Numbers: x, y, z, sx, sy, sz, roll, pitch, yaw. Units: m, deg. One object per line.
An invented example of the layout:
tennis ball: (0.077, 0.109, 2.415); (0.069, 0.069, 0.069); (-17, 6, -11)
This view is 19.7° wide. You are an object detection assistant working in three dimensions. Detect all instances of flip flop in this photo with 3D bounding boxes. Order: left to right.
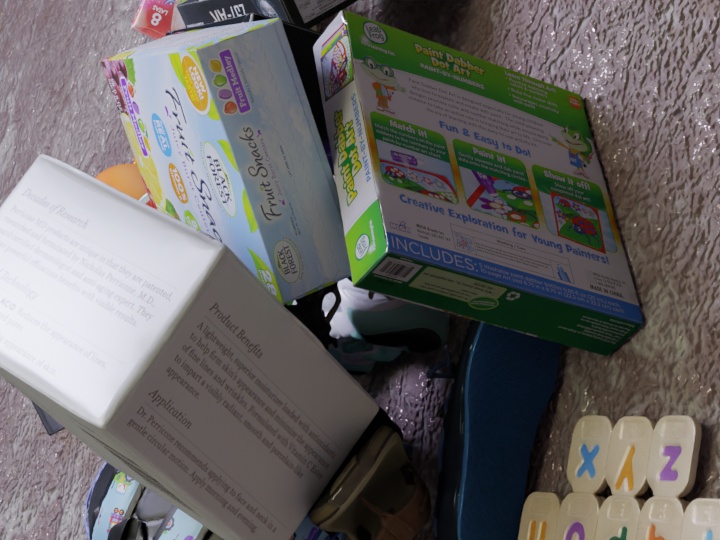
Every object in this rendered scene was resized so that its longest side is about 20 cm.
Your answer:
flip flop: (0.018, 0.162, 1.373); (0.057, 0.200, 0.081); (36, 77, 22)

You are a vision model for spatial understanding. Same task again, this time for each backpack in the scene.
backpack: (-0.086, 0.149, 1.452); (0.182, 0.135, 0.201); (27, 80, 41)

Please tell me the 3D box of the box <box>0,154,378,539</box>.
box: (-0.130, 0.056, 1.313); (0.199, 0.199, 0.131); (26, 75, 42)

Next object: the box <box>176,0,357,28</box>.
box: (-0.022, -0.234, 1.590); (0.160, 0.199, 0.044); (-1, 118, 58)

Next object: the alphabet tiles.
alphabet tiles: (0.155, 0.185, 1.255); (0.199, 0.015, 0.197); (-7, 70, 58)

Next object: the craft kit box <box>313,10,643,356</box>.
craft kit box: (0.073, -0.056, 1.322); (0.049, 0.199, 0.199); (-44, 41, 41)

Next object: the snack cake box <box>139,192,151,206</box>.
snack cake box: (-0.175, 0.016, 1.736); (0.200, 0.067, 0.115); (-41, 84, 23)

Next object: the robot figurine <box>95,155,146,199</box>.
robot figurine: (-0.211, -0.009, 1.863); (0.201, 0.116, 0.144); (-63, 24, 20)

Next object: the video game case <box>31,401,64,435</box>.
video game case: (-0.225, 0.041, 1.807); (0.199, 0.019, 0.144); (-27, 91, 23)

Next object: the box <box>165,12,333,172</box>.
box: (-0.033, -0.122, 1.530); (0.141, 0.199, 0.080); (5, 82, 60)

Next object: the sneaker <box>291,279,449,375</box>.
sneaker: (0.000, 0.000, 1.552); (0.199, 0.077, 0.141); (-14, 62, 46)

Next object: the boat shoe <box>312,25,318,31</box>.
boat shoe: (-0.089, -0.125, 1.760); (0.073, 0.064, 0.202); (12, 86, 62)

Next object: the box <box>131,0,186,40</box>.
box: (-0.126, -0.225, 1.756); (0.200, 0.094, 0.103); (-106, 42, -85)

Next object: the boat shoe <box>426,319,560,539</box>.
boat shoe: (0.075, 0.095, 1.368); (0.069, 0.084, 0.202); (7, 80, 63)

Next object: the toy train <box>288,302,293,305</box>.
toy train: (-0.071, 0.037, 1.632); (0.042, 0.056, 0.201); (-9, 57, 66)

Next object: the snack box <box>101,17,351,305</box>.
snack box: (-0.088, -0.072, 1.357); (0.200, 0.067, 0.170); (5, 116, 65)

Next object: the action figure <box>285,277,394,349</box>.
action figure: (0.025, -0.023, 1.412); (0.199, 0.102, 0.119); (-25, 24, 19)
